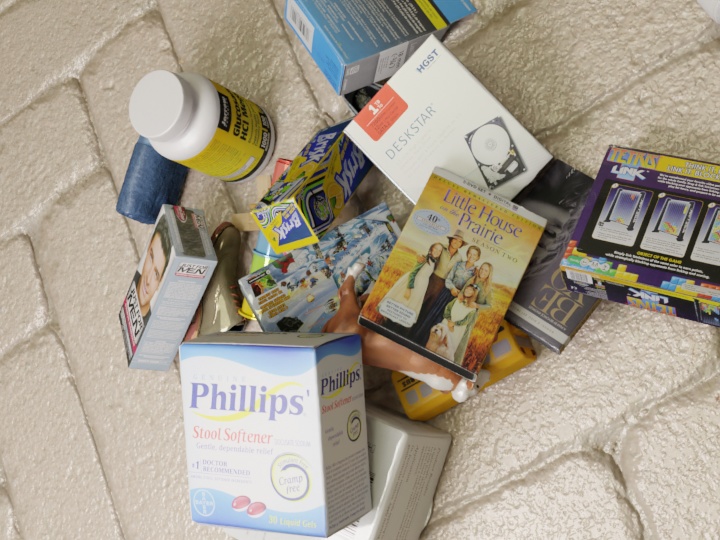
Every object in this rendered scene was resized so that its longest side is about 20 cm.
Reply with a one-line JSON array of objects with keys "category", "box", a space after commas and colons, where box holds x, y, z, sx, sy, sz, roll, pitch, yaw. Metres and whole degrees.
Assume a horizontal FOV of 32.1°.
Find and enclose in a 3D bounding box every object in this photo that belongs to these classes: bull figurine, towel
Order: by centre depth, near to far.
[{"category": "bull figurine", "box": [0.056, 0.070, 1.391, 0.196, 0.065, 0.123, 13, 71, 0]}, {"category": "towel", "box": [-0.264, -0.160, 1.683, 0.048, 0.111, 0.203, 18, 89, 20]}]

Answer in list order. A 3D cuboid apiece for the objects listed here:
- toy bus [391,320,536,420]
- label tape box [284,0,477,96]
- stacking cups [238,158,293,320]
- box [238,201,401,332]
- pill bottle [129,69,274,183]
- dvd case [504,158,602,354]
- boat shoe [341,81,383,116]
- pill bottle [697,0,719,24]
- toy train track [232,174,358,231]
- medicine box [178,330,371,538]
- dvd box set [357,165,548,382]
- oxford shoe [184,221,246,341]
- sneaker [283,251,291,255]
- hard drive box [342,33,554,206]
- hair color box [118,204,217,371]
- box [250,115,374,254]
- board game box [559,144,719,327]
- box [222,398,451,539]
[{"category": "toy bus", "box": [0.132, 0.094, 1.448, 0.198, 0.065, 0.079, -32, 68, 20]}, {"category": "label tape box", "box": [0.025, -0.319, 1.568, 0.198, 0.064, 0.145, -24, 64, -21]}, {"category": "stacking cups", "box": [-0.102, -0.037, 1.569, 0.060, 0.060, 0.203, 20, 101, 30]}, {"category": "box", "box": [-0.024, 0.028, 1.452, 0.198, 0.040, 0.138, -27, 77, -9]}, {"category": "pill bottle", "box": [-0.204, -0.187, 1.605, 0.111, 0.199, 0.115, -5, 79, 27]}, {"category": "dvd case", "box": [0.221, -0.020, 1.401, 0.148, 0.016, 0.201, 33, 73, 28]}, {"category": "boat shoe", "box": [0.053, -0.176, 1.538, 0.200, 0.068, 0.072, 43, 102, 27]}, {"category": "pill bottle", "box": [0.453, -0.252, 1.307, 0.114, 0.113, 0.201, -44, 63, 14]}, {"category": "toy train track", "box": [-0.080, -0.066, 1.604, 0.197, 0.032, 0.117, -2, 92, 36]}, {"category": "medicine box", "box": [-0.093, 0.172, 1.360, 0.179, 0.102, 0.204, -1, 97, 29]}, {"category": "dvd box set", "box": [0.103, 0.001, 1.369, 0.145, 0.029, 0.202, 26, 70, 6]}, {"category": "oxford shoe", "box": [-0.173, 0.040, 1.628, 0.074, 0.070, 0.204, 13, 98, 26]}, {"category": "sneaker", "box": [0.000, 0.000, 1.526, 0.198, 0.074, 0.088, 27, 79, 15]}, {"category": "hard drive box", "box": [0.104, -0.146, 1.459, 0.200, 0.077, 0.156, 45, 100, 5]}, {"category": "hair color box", "box": [-0.252, 0.025, 1.614, 0.201, 0.060, 0.100, -61, 35, 34]}, {"category": "box", "box": [-0.051, -0.105, 1.502, 0.069, 0.201, 0.065, -16, 116, 34]}, {"category": "board game box", "box": [0.333, -0.038, 1.332, 0.197, 0.057, 0.167, 15, 64, 28]}, {"category": "box", "box": [-0.027, 0.250, 1.469, 0.198, 0.130, 0.202, 19, 90, 31]}]
